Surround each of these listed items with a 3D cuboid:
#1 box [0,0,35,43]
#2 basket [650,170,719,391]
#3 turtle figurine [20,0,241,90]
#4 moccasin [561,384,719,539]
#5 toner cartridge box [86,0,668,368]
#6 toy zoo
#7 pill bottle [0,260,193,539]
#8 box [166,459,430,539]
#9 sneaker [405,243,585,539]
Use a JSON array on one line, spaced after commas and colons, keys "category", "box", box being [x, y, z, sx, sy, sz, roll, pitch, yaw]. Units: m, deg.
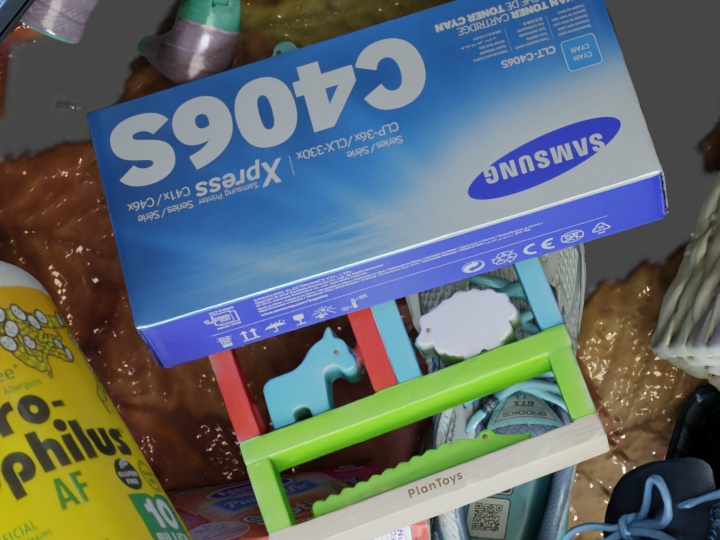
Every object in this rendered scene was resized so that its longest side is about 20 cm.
[{"category": "box", "box": [-0.230, -0.067, 0.871, 0.160, 0.200, 0.044, -45, 63, 30]}, {"category": "basket", "box": [0.213, -0.026, 0.999, 0.123, 0.136, 0.200, 23, 83, -11]}, {"category": "turtle figurine", "box": [-0.055, -0.173, 0.960, 0.150, 0.101, 0.200, 24, 101, -9]}, {"category": "moccasin", "box": [0.118, 0.107, 1.000, 0.080, 0.200, 0.068, -33, 96, 25]}, {"category": "toner cartridge box", "box": [0.005, -0.039, 0.959, 0.200, 0.043, 0.095, -17, 66, 2]}, {"category": "toy zoo", "box": [0.000, 0.000, 0.980, 0.131, 0.020, 0.200, -21, 66, 1]}, {"category": "pill bottle", "box": [-0.143, 0.067, 0.935, 0.113, 0.113, 0.200, -30, 70, -5]}, {"category": "box", "box": [-0.020, 0.186, 1.018, 0.102, 0.095, 0.200, -9, 100, -10]}, {"category": "sneaker", "box": [0.061, 0.042, 1.017, 0.077, 0.086, 0.200, -3, 99, -10]}]
